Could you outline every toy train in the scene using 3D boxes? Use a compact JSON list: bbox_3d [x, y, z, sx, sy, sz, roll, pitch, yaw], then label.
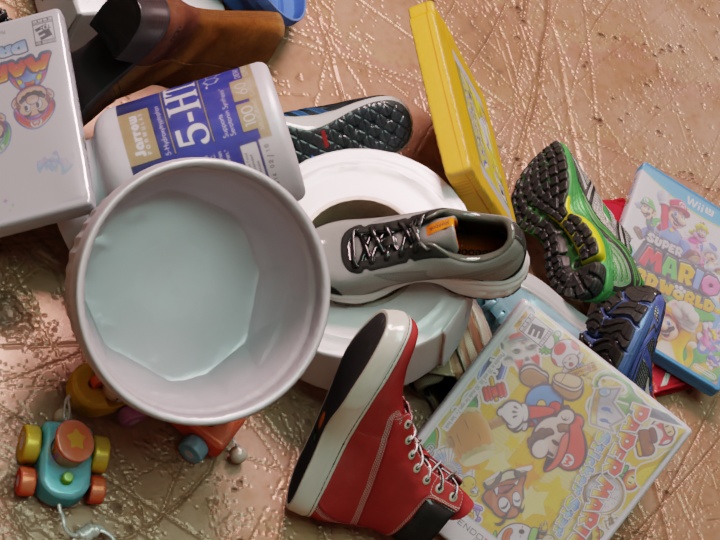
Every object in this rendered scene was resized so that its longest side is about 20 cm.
[{"bbox_3d":[-0.177,0.131,1.524,0.150,0.056,0.200,43,53,1],"label":"toy train"}]

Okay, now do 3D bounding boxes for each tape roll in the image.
[{"bbox_3d":[0.000,0.000,1.633,0.201,0.071,0.203,0,61,-1],"label":"tape roll"}]

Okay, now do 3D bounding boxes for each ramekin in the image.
[{"bbox_3d":[-0.132,0.014,1.479,0.199,0.105,0.201,-1,93,-21],"label":"ramekin"}]

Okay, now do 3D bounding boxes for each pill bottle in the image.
[{"bbox_3d":[-0.155,-0.086,1.583,0.199,0.120,0.120,-18,69,-2],"label":"pill bottle"}]

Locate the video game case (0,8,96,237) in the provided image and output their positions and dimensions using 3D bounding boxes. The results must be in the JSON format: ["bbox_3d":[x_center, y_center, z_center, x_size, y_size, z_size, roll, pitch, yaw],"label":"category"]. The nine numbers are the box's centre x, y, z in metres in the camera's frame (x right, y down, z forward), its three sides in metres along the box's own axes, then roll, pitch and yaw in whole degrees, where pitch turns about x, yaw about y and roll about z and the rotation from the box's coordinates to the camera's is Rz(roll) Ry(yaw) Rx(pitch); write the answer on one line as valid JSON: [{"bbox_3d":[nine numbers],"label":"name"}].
[{"bbox_3d":[-0.320,-0.105,1.543,0.199,0.024,0.183,-14,66,2],"label":"video game case"}]

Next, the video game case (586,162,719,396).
[{"bbox_3d":[0.300,0.006,1.836,0.143,0.018,0.201,30,52,-8],"label":"video game case"}]

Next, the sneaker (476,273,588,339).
[{"bbox_3d":[0.148,0.062,1.715,0.199,0.074,0.082,29,51,-9],"label":"sneaker"}]

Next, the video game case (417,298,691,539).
[{"bbox_3d":[0.147,0.157,1.620,0.182,0.023,0.200,38,91,-3],"label":"video game case"}]

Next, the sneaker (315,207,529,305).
[{"bbox_3d":[0.038,-0.021,1.560,0.199,0.079,0.074,-2,64,0],"label":"sneaker"}]

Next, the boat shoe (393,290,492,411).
[{"bbox_3d":[0.075,0.078,1.670,0.072,0.076,0.201,-20,72,-31],"label":"boat shoe"}]

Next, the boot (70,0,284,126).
[{"bbox_3d":[-0.183,-0.167,1.659,0.069,0.188,0.200,51,26,21],"label":"boot"}]

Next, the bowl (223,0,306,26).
[{"bbox_3d":[-0.114,-0.308,1.745,0.201,0.039,0.201,56,19,-30],"label":"bowl"}]

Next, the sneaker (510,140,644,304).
[{"bbox_3d":[0.200,-0.038,1.790,0.085,0.078,0.201,23,36,-35],"label":"sneaker"}]

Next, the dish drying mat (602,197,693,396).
[{"bbox_3d":[0.261,0.022,1.828,0.076,0.018,0.201,-10,68,-30],"label":"dish drying mat"}]

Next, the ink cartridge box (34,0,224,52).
[{"bbox_3d":[-0.220,-0.288,1.720,0.146,0.083,0.201,-6,67,-29],"label":"ink cartridge box"}]

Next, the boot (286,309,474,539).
[{"bbox_3d":[0.040,0.130,1.548,0.144,0.201,0.073,19,29,-9],"label":"boot"}]

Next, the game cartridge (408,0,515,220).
[{"bbox_3d":[0.094,-0.124,1.734,0.032,0.200,0.177,-16,66,9],"label":"game cartridge"}]

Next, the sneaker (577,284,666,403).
[{"bbox_3d":[0.226,0.108,1.684,0.078,0.201,0.075,9,16,-27],"label":"sneaker"}]

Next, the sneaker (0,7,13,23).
[{"bbox_3d":[-0.328,-0.225,1.607,0.199,0.121,0.084,31,54,-10],"label":"sneaker"}]

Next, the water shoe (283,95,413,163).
[{"bbox_3d":[-0.052,-0.108,1.720,0.199,0.079,0.072,-10,98,-7],"label":"water shoe"}]
